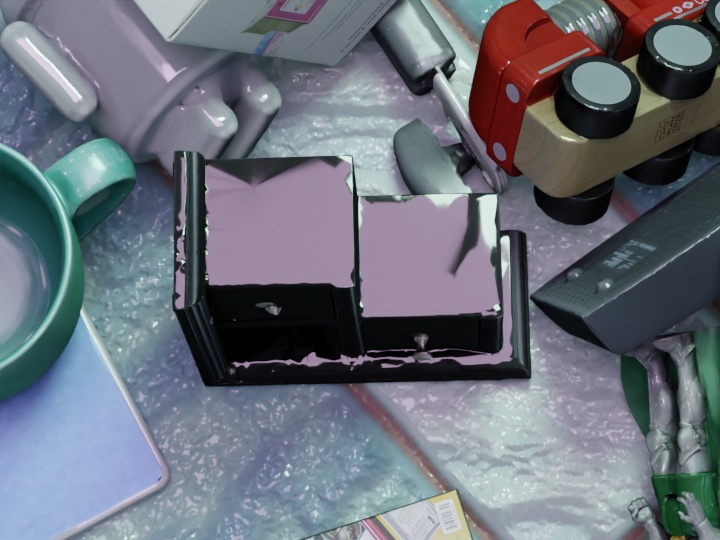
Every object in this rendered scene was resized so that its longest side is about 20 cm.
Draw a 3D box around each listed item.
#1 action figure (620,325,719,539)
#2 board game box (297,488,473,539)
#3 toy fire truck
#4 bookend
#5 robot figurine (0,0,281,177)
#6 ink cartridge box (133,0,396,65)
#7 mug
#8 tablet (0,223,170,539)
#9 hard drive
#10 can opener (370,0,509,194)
[{"bbox_3d":[0.192,0.136,1.607,0.055,0.118,0.200,-10,88,-25],"label":"action figure"},{"bbox_3d":[0.024,0.243,1.615,0.135,0.035,0.200,-17,78,-2],"label":"board game box"},{"bbox_3d":[0.128,-0.155,1.651,0.176,0.129,0.200,-26,56,-30],"label":"toy fire truck"},{"bbox_3d":[0.000,0.000,1.586,0.200,0.199,0.092,-1,75,1],"label":"bookend"},{"bbox_3d":[-0.138,-0.145,1.666,0.200,0.113,0.170,49,43,11],"label":"robot figurine"},{"bbox_3d":[-0.078,-0.202,1.603,0.085,0.200,0.145,-46,70,19],"label":"ink cartridge box"},{"bbox_3d":[-0.222,0.004,1.622,0.185,0.114,0.152,0,77,0],"label":"mug"},{"bbox_3d":[-0.214,0.070,1.672,0.130,0.014,0.200,-28,79,-5],"label":"tablet"},{"bbox_3d":[0.202,-0.021,1.623,0.200,0.135,0.042,-34,101,-7],"label":"hard drive"},{"bbox_3d":[0.023,-0.121,1.687,0.067,0.053,0.200,-32,77,-6],"label":"can opener"}]
